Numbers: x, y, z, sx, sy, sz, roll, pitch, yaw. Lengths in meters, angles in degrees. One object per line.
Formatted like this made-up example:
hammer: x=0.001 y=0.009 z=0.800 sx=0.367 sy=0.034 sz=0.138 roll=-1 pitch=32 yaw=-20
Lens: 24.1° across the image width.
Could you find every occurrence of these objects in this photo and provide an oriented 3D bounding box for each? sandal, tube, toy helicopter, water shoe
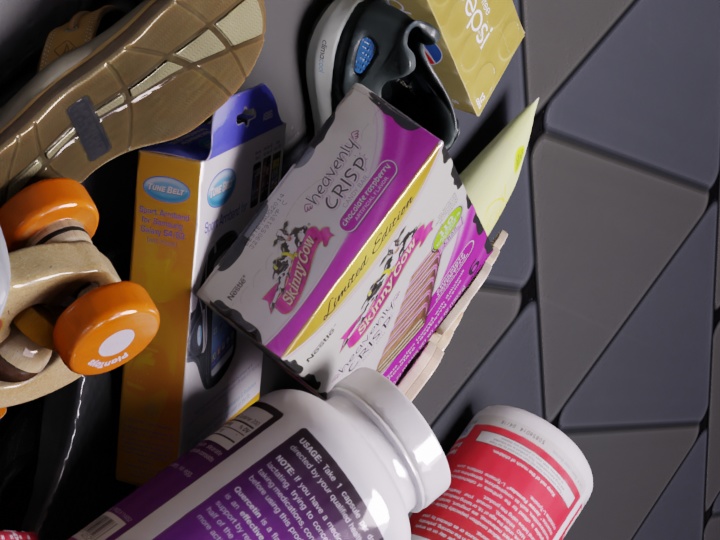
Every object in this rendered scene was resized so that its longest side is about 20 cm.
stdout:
sandal: x=-0.127 y=-0.084 z=0.782 sx=0.200 sy=0.054 sz=0.081 roll=-38 pitch=149 yaw=-20
tube: x=0.071 y=-0.036 z=1.163 sx=0.052 sy=0.058 sz=0.200 roll=53 pitch=52 yaw=-20
toy helicopter: x=-0.192 y=0.043 z=0.731 sx=0.199 sy=0.079 sz=0.133 roll=-15 pitch=149 yaw=-38
sandal: x=-0.154 y=0.086 z=0.861 sx=0.075 sy=0.048 sz=0.202 roll=32 pitch=68 yaw=-66
water shoe: x=0.018 y=-0.072 z=1.010 sx=0.072 sy=0.079 sz=0.201 roll=-51 pitch=148 yaw=-29

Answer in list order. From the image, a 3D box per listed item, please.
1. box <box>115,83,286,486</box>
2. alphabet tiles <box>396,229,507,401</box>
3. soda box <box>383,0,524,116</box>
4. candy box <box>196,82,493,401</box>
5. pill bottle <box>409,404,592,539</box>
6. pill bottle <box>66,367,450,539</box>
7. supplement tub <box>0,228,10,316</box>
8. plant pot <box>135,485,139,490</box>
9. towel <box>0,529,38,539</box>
box: x=-0.083 y=0.003 z=0.888 sx=0.119 sy=0.041 sz=0.201 roll=-38 pitch=135 yaw=-68
alphabet tiles: x=0.034 y=0.064 z=1.090 sx=0.196 sy=0.015 sz=0.200 roll=-54 pitch=180 yaw=19
soda box: x=0.035 y=-0.178 z=0.983 sx=0.068 sy=0.064 sz=0.200 roll=-59 pitch=151 yaw=-17
candy box: x=0.000 y=0.000 z=0.913 sx=0.137 sy=0.061 sz=0.200 roll=-54 pitch=161 yaw=-5
pill bottle: x=0.086 y=0.210 z=1.289 sx=0.200 sy=0.112 sz=0.113 roll=-51 pitch=148 yaw=-29
pill bottle: x=-0.054 y=0.136 z=0.824 sx=0.200 sy=0.112 sz=0.113 roll=-35 pitch=141 yaw=-20
supplement tub: x=-0.202 y=-0.054 z=0.589 sx=0.123 sy=0.122 sz=0.201 roll=-46 pitch=146 yaw=-35
plant pot: x=-0.056 y=0.181 z=0.970 sx=0.200 sy=0.199 sz=0.175 roll=-33 pitch=119 yaw=-47
towel: x=-0.237 y=0.170 z=0.723 sx=0.145 sy=0.022 sz=0.200 roll=-59 pitch=151 yaw=9
